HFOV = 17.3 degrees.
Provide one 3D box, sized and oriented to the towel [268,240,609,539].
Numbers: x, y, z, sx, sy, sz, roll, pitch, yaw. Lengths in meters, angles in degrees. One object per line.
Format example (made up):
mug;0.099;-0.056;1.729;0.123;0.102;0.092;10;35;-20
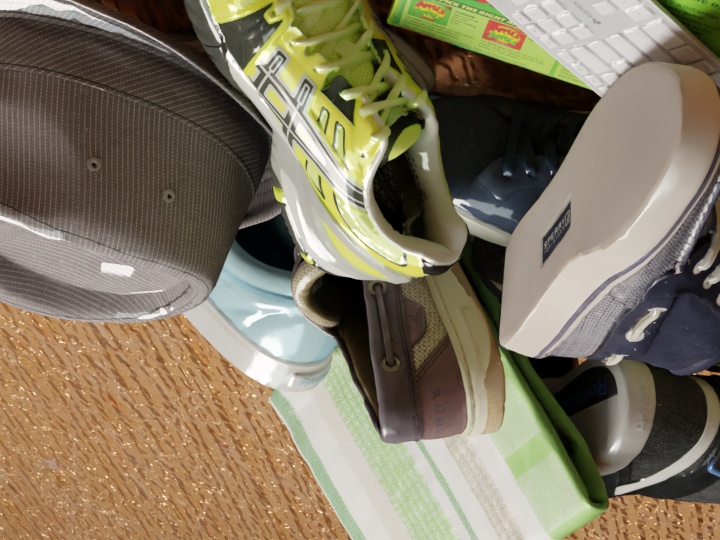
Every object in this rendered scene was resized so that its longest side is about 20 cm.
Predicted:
towel;0.037;0.082;1.146;0.150;0.031;0.200;60;146;8

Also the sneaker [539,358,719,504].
sneaker;0.123;0.090;1.159;0.111;0.073;0.200;13;166;-23

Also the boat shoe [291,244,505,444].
boat shoe;0.000;0.000;1.056;0.065;0.200;0.072;-12;138;-21

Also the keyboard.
keyboard;0.114;-0.073;0.897;0.056;0.011;0.200;-8;147;45

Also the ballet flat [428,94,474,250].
ballet flat;0.087;-0.010;1.115;0.200;0.072;0.072;31;154;-27

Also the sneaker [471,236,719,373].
sneaker;0.144;0.015;1.080;0.199;0.075;0.085;10;154;-7

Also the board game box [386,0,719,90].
board game box;0.118;-0.105;0.900;0.199;0.048;0.102;18;157;-2

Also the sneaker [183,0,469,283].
sneaker;-0.008;-0.083;0.949;0.076;0.075;0.200;12;138;46

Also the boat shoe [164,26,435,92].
boat shoe;-0.055;-0.073;1.072;0.201;0.065;0.074;-1;151;36

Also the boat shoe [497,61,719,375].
boat shoe;0.126;-0.016;0.927;0.092;0.075;0.200;11;158;-12

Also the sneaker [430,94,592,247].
sneaker;0.117;-0.048;1.007;0.199;0.075;0.085;12;150;-5

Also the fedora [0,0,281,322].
fedora;-0.127;-0.039;1.006;0.200;0.091;0.177;28;152;-29

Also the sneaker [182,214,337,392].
sneaker;-0.078;-0.032;1.161;0.200;0.074;0.082;38;122;15

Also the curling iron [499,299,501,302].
curling iron;0.014;-0.029;1.165;0.200;0.026;0.050;31;-164;-19

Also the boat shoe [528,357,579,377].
boat shoe;0.021;0.021;1.231;0.200;0.072;0.060;31;134;-14
